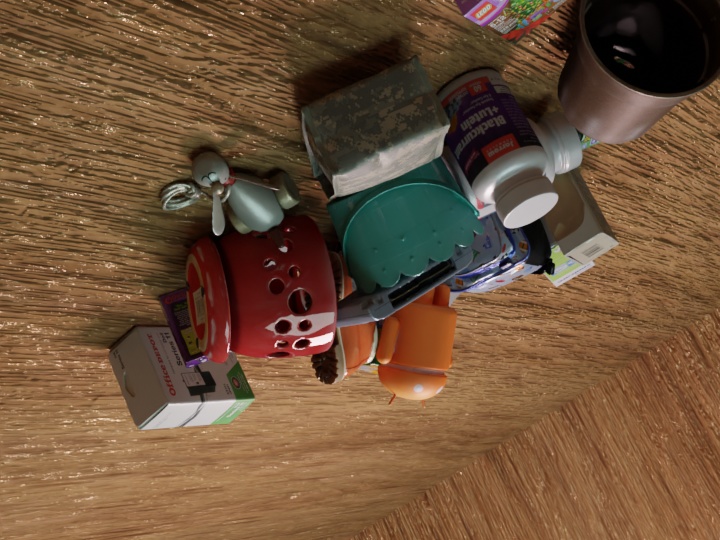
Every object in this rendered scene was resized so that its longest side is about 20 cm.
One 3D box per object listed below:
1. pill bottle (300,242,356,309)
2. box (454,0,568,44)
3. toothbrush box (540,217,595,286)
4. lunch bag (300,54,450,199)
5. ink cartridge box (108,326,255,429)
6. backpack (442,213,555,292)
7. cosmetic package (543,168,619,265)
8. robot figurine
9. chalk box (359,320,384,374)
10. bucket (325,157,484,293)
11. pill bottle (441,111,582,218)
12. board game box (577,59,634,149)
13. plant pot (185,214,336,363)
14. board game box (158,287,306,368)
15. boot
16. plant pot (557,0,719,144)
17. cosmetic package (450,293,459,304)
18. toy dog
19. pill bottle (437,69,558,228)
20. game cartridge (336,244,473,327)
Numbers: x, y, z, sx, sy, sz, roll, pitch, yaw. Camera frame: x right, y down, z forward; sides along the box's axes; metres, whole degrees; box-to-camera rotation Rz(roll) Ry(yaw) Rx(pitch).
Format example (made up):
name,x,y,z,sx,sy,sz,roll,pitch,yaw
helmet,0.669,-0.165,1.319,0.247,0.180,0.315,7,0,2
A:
name,x,y,z,sx,sy,sz,roll,pitch,yaw
pill bottle,0.000,0.000,1.849,0.111,0.112,0.200,-3,149,-45
box,0.222,-0.361,1.402,0.200,0.039,0.137,-37,155,26
toothbrush box,0.317,-0.072,2.016,0.086,0.146,0.200,-31,158,13
lunch bag,0.016,-0.168,1.493,0.163,0.118,0.200,-25,170,-6
ink cartridge box,-0.286,0.170,1.887,0.083,0.147,0.199,-40,155,29
backpack,0.185,-0.052,1.876,0.153,0.201,0.190,4,150,-44
cosmetic package,0.318,-0.115,1.845,0.071,0.201,0.105,-33,156,20
robot figurine,0.091,0.116,1.860,0.116,0.201,0.144,9,179,6
chalk box,0.044,0.070,1.980,0.123,0.201,0.125,14,168,-33
bucket,0.057,-0.071,1.653,0.206,0.135,0.207,-27,-173,4
pill bottle,0.220,-0.159,1.747,0.199,0.120,0.120,-23,158,-12
board game box,0.407,-0.269,1.831,0.134,0.029,0.200,-22,158,-8
plant pot,-0.146,0.028,1.665,0.181,0.201,0.201,-6,153,-19
board game box,-0.191,0.061,1.783,0.199,0.121,0.032,-19,158,-16
boot,-0.024,0.062,1.780,0.107,0.201,0.075,-17,-158,-41
plant pot,0.361,-0.276,1.566,0.199,0.201,0.198,-21,165,-12
cosmetic package,0.110,0.037,2.115,0.106,0.091,0.200,-12,151,-32
toy dog,-0.150,-0.083,1.535,0.199,0.097,0.132,1,145,-49
pill bottle,0.185,-0.162,1.590,0.111,0.201,0.112,-22,158,-10
game cartridge,0.053,0.022,1.677,0.199,0.041,0.133,-30,-167,-30
